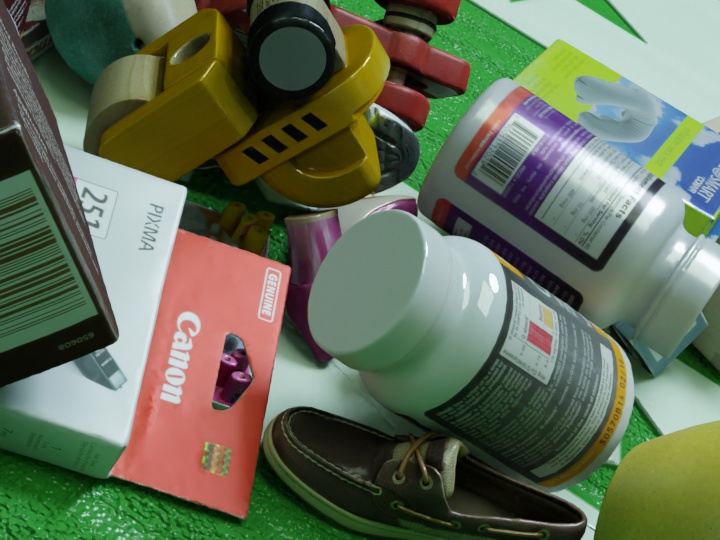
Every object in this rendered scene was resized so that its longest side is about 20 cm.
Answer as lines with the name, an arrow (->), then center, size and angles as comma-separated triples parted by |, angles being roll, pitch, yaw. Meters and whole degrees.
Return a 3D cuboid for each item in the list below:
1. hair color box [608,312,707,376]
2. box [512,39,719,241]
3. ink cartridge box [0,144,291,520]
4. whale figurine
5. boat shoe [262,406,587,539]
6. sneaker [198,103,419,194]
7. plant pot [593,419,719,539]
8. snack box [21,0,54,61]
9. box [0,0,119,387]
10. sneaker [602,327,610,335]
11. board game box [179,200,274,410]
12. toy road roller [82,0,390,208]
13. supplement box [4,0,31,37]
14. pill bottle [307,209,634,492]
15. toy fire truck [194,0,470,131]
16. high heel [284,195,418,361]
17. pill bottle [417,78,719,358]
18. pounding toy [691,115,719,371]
hair color box -> 0.161, -0.019, 1.310 | 0.200, 0.061, 0.099 | 47, 1, 27
box -> 0.198, -0.083, 1.283 | 0.199, 0.048, 0.122 | 32, 36, 11
ink cartridge box -> -0.128, 0.032, 1.041 | 0.173, 0.044, 0.201 | 18, 48, -11
whale figurine -> -0.181, -0.210, 1.318 | 0.103, 0.160, 0.200 | -19, 37, 3
boat shoe -> 0.041, 0.123, 1.051 | 0.199, 0.072, 0.072 | 28, 36, -1
sneaker -> -0.054, -0.109, 1.277 | 0.199, 0.075, 0.085 | 11, 22, -3
plant pot -> 0.220, 0.169, 1.042 | 0.141, 0.201, 0.200 | 12, 23, 30
snack box -> -0.247, -0.204, 1.339 | 0.072, 0.024, 0.200 | 31, 33, 4
box -> -0.245, -0.050, 0.946 | 0.163, 0.166, 0.201 | -21, 45, -3
sneaker -> 0.072, 0.026, 1.223 | 0.199, 0.075, 0.106 | 8, 32, -42
board game box -> -0.155, -0.009, 1.138 | 0.199, 0.026, 0.200 | 21, 33, -12
toy road roller -> -0.071, -0.098, 1.175 | 0.146, 0.199, 0.123 | 56, 13, -26
supplement box -> -0.286, -0.192, 1.112 | 0.132, 0.201, 0.198 | 21, 38, -4
pill bottle -> 0.068, 0.049, 1.080 | 0.200, 0.116, 0.117 | 34, 24, -37
toy fire truck -> -0.023, -0.179, 1.367 | 0.199, 0.113, 0.168 | 18, -4, -24
high heel -> 0.000, 0.000, 1.233 | 0.067, 0.097, 0.200 | -6, 5, 16
pill bottle -> 0.147, -0.031, 1.190 | 0.200, 0.112, 0.111 | 35, 33, 10
pounding toy -> 0.289, -0.033, 1.419 | 0.183, 0.143, 0.200 | -22, 58, -38
